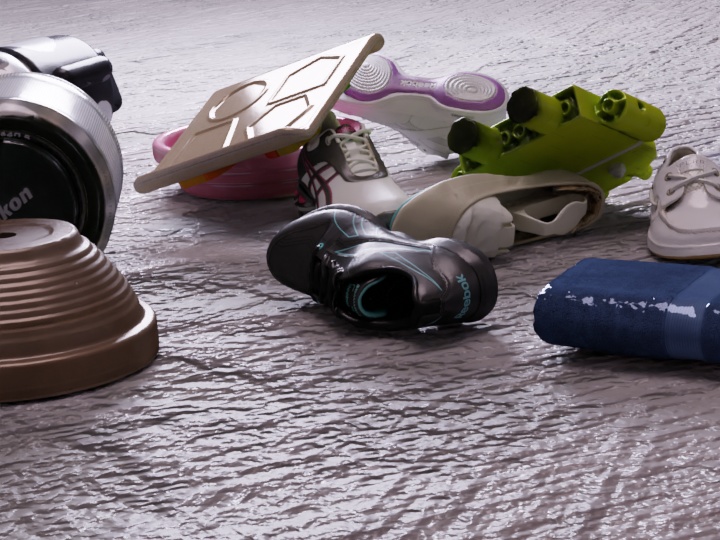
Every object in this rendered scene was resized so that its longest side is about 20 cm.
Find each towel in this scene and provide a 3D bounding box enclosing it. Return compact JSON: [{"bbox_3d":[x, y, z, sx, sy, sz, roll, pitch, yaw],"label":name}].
[{"bbox_3d":[0.221,0.031,1.414,0.200,0.049,0.112,6,17,29],"label":"towel"}]

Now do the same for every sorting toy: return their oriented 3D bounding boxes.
[{"bbox_3d":[-0.084,-0.132,1.884,0.185,0.036,0.200,-16,22,33],"label":"sorting toy"}]

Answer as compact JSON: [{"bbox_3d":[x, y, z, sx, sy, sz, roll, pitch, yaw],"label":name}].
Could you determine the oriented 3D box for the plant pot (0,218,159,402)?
[{"bbox_3d":[-0.242,0.019,1.487,0.201,0.093,0.201,-4,13,1],"label":"plant pot"}]

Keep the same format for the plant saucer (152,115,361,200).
[{"bbox_3d":[-0.093,-0.105,2.018,0.200,0.051,0.201,-4,14,1],"label":"plant saucer"}]

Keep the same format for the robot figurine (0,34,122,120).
[{"bbox_3d":[-0.332,-0.174,2.189,0.125,0.150,0.200,36,30,20],"label":"robot figurine"}]

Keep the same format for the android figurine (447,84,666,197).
[{"bbox_3d":[0.166,-0.098,1.785,0.182,0.041,0.200,-26,-28,31],"label":"android figurine"}]

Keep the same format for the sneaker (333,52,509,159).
[{"bbox_3d":[0.044,-0.148,2.062,0.200,0.100,0.075,14,51,18],"label":"sneaker"}]

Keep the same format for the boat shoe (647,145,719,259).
[{"bbox_3d":[0.259,-0.057,1.703,0.071,0.069,0.200,-2,15,0],"label":"boat shoe"}]

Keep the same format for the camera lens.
[{"bbox_3d":[-0.269,-0.069,1.695,0.160,0.160,0.200,-4,15,-2],"label":"camera lens"}]

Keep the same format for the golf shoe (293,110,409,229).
[{"bbox_3d":[-0.010,-0.076,1.815,0.077,0.088,0.200,-8,16,-21],"label":"golf shoe"}]

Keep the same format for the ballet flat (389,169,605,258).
[{"bbox_3d":[0.115,-0.043,1.708,0.200,0.070,0.069,-15,18,-37],"label":"ballet flat"}]

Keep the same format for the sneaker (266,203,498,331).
[{"bbox_3d":[0.000,0.000,1.537,0.200,0.075,0.079,9,21,40],"label":"sneaker"}]
